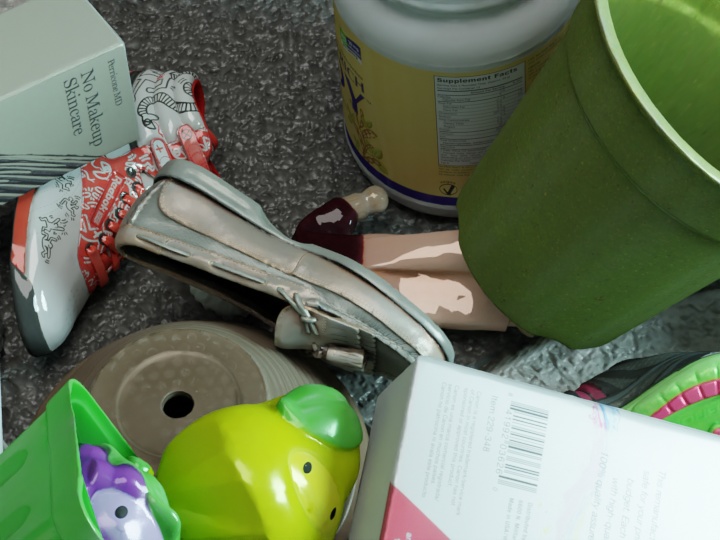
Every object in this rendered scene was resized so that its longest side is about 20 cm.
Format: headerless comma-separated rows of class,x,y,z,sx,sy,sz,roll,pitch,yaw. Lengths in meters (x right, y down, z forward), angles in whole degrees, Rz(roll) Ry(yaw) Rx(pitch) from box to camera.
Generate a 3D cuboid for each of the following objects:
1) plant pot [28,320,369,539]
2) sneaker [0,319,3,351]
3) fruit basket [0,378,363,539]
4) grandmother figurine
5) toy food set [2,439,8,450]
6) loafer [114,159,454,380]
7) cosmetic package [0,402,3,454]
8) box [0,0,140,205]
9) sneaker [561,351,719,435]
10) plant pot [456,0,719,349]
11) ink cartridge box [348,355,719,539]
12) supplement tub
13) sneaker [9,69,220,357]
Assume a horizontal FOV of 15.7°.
plant pot,-0.093,0.097,1.416,0.199,0.093,0.202,-1,55,2
sneaker,-0.267,0.001,1.522,0.087,0.075,0.200,-27,49,-2
fruit basket,-0.080,0.144,1.288,0.214,0.217,0.156,-10,28,-3
grandmother figurine,0.000,0.000,1.502,0.199,0.061,0.122,0,45,1
toy food set,-0.251,0.119,1.418,0.143,0.060,0.200,-44,63,5
loafer,-0.045,0.016,1.434,0.199,0.072,0.063,33,63,15
cosmetic package,-0.248,0.105,1.299,0.052,0.150,0.201,-20,66,41
box,-0.229,-0.079,1.479,0.199,0.082,0.068,-28,51,-18
sneaker,0.132,0.092,1.424,0.199,0.084,0.077,-13,95,10
plant pot,0.151,-0.057,1.416,0.199,0.190,0.201,22,46,-25
ink cartridge box,0.097,0.143,1.307,0.199,0.086,0.148,17,69,-11
supplement tub,0.057,-0.142,1.510,0.144,0.200,0.146,-2,54,3
sneaker,-0.141,-0.040,1.534,0.107,0.067,0.202,-1,52,7
